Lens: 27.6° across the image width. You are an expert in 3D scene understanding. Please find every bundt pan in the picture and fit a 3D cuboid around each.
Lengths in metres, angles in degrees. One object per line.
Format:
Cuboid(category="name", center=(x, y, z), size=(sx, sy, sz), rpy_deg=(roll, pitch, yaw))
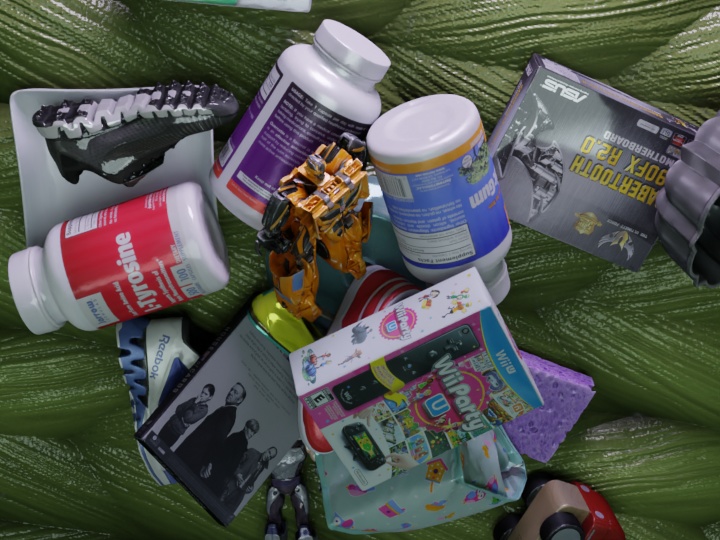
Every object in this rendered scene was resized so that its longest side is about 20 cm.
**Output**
Cuboid(category="bundt pan", center=(0.364, -0.086, 1.440), size=(0.202, 0.076, 0.202), rpy_deg=(-32, 145, -26))

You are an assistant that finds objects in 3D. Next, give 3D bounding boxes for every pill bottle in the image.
Cuboid(category="pill bottle", center=(-0.238, -0.007, 1.441), size=(0.199, 0.112, 0.113), rpy_deg=(-18, 114, 7))
Cuboid(category="pill bottle", center=(-0.055, -0.138, 1.421), size=(0.112, 0.113, 0.200), rpy_deg=(29, 111, -15))
Cuboid(category="pill bottle", center=(0.084, -0.058, 1.415), size=(0.112, 0.112, 0.201), rpy_deg=(-17, 121, 6))

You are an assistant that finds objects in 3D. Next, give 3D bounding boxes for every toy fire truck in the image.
Cuboid(category="toy fire truck", center=(0.256, 0.349, 1.664), size=(0.199, 0.129, 0.176), rpy_deg=(20, 113, -24))

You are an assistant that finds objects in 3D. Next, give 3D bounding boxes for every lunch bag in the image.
Cuboid(category="lunch bag", center=(0.069, 0.214, 1.561), size=(0.170, 0.122, 0.200), rpy_deg=(-22, 156, 22))

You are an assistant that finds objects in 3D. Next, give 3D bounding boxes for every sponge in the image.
Cuboid(category="sponge", center=(0.142, 0.131, 1.593), size=(0.199, 0.030, 0.112), rpy_deg=(21, 119, -13))

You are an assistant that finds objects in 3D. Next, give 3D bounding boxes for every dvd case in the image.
Cuboid(category="dvd case", center=(-0.124, 0.144, 1.527), size=(0.200, 0.025, 0.150), rpy_deg=(-51, 122, -21))

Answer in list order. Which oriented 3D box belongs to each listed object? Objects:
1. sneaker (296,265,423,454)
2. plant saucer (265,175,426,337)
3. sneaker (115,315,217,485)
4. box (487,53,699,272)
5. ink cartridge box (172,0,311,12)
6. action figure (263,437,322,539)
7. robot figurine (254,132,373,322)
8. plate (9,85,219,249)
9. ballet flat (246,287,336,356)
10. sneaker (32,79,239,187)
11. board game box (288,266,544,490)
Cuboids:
Cuboid(category="sneaker", center=(0.005, 0.096, 1.452), size=(0.071, 0.112, 0.201), rpy_deg=(22, 89, -28))
Cuboid(category="plant saucer", center=(0.000, 0.000, 1.530), size=(0.199, 0.036, 0.201), rpy_deg=(-1, 115, -2))
Cuboid(category="sneaker", center=(-0.185, 0.132, 1.559), size=(0.115, 0.081, 0.200), rpy_deg=(-9, 113, 4))
Cuboid(category="box", center=(0.228, -0.107, 1.481), size=(0.199, 0.048, 0.159), rpy_deg=(23, 111, -12))
Cuboid(category="ink cartridge box", center=(-0.117, -0.347, 1.359), size=(0.160, 0.050, 0.201), rpy_deg=(4, 117, -4))
Cuboid(category="action figure", center=(-0.081, 0.245, 1.624), size=(0.130, 0.069, 0.201), rpy_deg=(-2, 111, 9))
Cuboid(category="robot figurine", center=(-0.036, -0.041, 1.389), size=(0.058, 0.145, 0.200), rpy_deg=(38, 155, 19))
Cuboid(category="plate", center=(-0.244, -0.093, 1.480), size=(0.199, 0.032, 0.201), rpy_deg=(-1, 115, -1))
Cuboid(category="ballet flat", center=(-0.034, 0.086, 1.522), size=(0.067, 0.067, 0.200), rpy_deg=(-39, 118, 7))
Cuboid(category="sneaker", center=(-0.210, -0.128, 1.415), size=(0.199, 0.067, 0.091), rpy_deg=(-8, 117, 6))
Cuboid(category="board game box", center=(0.054, 0.105, 1.398), size=(0.199, 0.064, 0.148), rpy_deg=(-27, 127, 6))
